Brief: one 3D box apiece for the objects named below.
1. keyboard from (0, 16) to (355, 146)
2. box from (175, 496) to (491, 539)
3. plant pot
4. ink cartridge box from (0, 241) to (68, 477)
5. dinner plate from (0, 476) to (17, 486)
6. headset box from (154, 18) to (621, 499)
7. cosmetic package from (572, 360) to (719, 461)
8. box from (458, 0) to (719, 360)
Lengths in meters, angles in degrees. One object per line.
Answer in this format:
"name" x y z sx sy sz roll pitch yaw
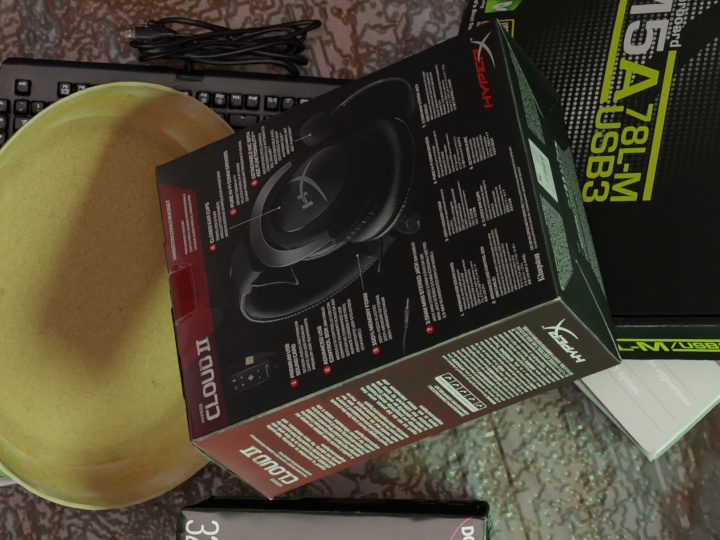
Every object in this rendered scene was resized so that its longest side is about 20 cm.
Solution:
"keyboard" -0.084 -0.076 1.232 0.199 0.040 0.105 3 86 -8
"box" -0.012 0.211 1.195 0.148 0.124 0.201 1 87 4
"plant pot" -0.119 0.011 1.186 0.027 0.199 0.201 8 88 47
"ink cartridge box" -0.243 0.026 1.217 0.199 0.067 0.118 10 89 3
"dinner plate" -0.189 0.007 1.261 0.199 0.024 0.201 0 89 3
"headset box" 0.000 0.000 1.125 0.199 0.077 0.149 -23 56 19
"cosmetic package" 0.178 -0.013 1.210 0.200 0.090 0.107 -45 84 4
"box" 0.126 -0.056 1.157 0.192 0.048 0.201 -1 64 32
